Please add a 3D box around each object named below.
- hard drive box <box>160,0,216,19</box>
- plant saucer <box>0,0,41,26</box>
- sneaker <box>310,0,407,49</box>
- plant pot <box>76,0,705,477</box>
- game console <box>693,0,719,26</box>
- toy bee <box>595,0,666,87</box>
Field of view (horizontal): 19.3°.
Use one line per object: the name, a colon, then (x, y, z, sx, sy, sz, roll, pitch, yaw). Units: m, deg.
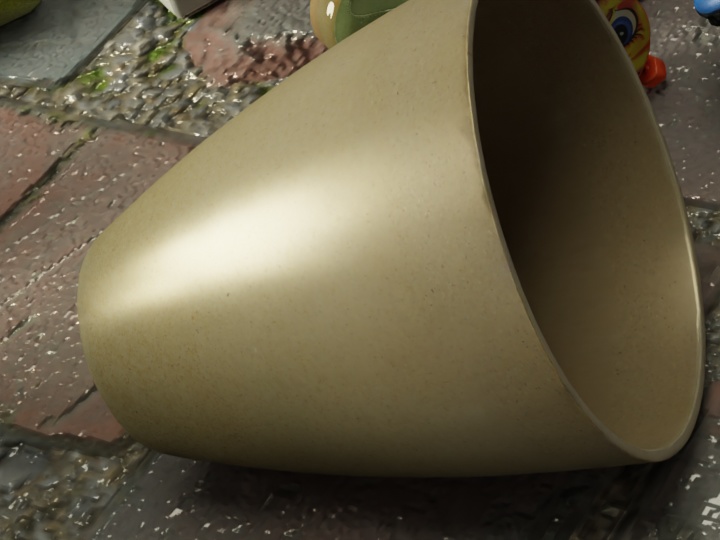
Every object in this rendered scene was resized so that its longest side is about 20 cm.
hard drive box: (-0.125, -0.254, 1.092, 0.077, 0.201, 0.156, -30, 41, -12)
plant saucer: (-0.264, -0.167, 1.173, 0.199, 0.048, 0.200, -26, 40, -5)
sneaker: (0.079, -0.144, 0.981, 0.199, 0.067, 0.090, -26, 35, -11)
plant pot: (0.000, 0.000, 0.790, 0.199, 0.188, 0.188, -17, 38, 28)
game console: (0.256, -0.173, 0.881, 0.170, 0.118, 0.201, -22, 38, 54)
toy bee: (0.087, -0.087, 0.907, 0.200, 0.109, 0.131, -41, 46, 15)
